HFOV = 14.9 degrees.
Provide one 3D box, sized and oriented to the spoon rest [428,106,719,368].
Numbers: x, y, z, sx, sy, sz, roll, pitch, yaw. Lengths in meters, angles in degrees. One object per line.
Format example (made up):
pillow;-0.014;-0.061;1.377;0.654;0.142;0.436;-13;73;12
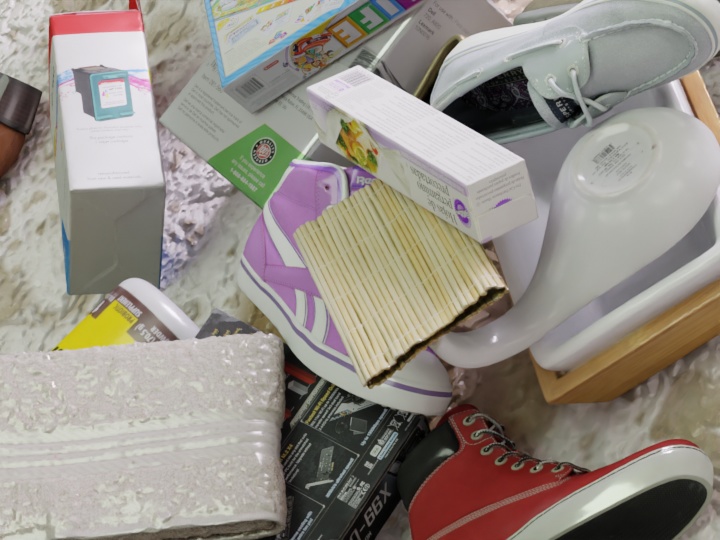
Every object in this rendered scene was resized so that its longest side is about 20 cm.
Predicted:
spoon rest;0.117;-0.016;1.539;0.200;0.061;0.099;-39;46;-3

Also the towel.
towel;-0.141;0.103;1.637;0.199;0.034;0.133;-7;59;9

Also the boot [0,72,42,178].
boot;-0.335;-0.065;2.080;0.188;0.068;0.200;22;88;38

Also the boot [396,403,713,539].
boot;0.104;0.114;1.570;0.200;0.072;0.145;-33;46;26

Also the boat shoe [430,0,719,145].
boat shoe;0.119;-0.107;1.564;0.201;0.070;0.072;-14;38;43

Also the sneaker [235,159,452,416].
sneaker;-0.001;0.000;1.657;0.200;0.073;0.114;41;114;42

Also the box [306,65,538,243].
box;0.032;-0.069;1.577;0.041;0.039;0.200;-26;29;-19

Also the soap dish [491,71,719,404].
soap dish;0.155;-0.031;1.603;0.157;0.081;0.200;-34;47;20

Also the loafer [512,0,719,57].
loafer;0.187;-0.164;1.675;0.200;0.075;0.070;-7;49;33

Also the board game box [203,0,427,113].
board game box;-0.011;-0.206;1.766;0.200;0.034;0.135;-31;47;21

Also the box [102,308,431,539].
box;-0.074;0.141;1.649;0.157;0.050;0.200;25;69;23

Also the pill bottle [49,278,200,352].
pill bottle;-0.178;0.108;1.759;0.200;0.109;0.109;-45;43;-8

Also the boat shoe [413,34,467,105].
boat shoe;0.026;-0.057;1.734;0.072;0.076;0.200;19;78;45

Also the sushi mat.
sushi mat;0.019;-0.006;1.556;0.096;0.012;0.200;-38;28;6

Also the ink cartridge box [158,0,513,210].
ink cartridge box;-0.016;-0.130;1.808;0.200;0.084;0.146;-51;44;2

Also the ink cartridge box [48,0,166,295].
ink cartridge box;-0.177;-0.096;1.897;0.067;0.116;0.200;-4;52;-10
